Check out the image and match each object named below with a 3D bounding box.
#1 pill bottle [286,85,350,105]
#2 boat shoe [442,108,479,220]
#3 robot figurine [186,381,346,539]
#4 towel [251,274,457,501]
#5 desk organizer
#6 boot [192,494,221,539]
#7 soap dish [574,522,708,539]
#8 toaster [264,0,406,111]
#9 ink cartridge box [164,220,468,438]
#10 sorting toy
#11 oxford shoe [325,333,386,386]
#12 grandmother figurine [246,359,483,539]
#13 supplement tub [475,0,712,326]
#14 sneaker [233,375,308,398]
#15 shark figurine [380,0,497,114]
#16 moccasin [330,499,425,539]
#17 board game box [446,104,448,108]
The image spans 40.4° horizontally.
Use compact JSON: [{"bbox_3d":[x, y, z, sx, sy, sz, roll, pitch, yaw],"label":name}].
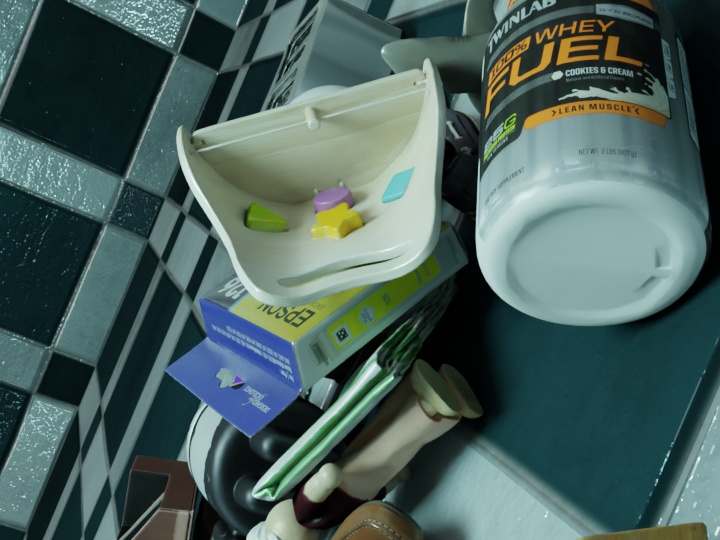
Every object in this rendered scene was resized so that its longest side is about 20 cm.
[{"bbox_3d":[-0.029,-0.114,0.912,0.113,0.111,0.200,-65,10,5],"label":"pill bottle"},{"bbox_3d":[0.064,-0.101,0.811,0.073,0.062,0.200,-60,28,13],"label":"boat shoe"},{"bbox_3d":[-0.087,0.163,0.859,0.149,0.126,0.200,-35,12,-16],"label":"robot figurine"},{"bbox_3d":[0.003,0.080,0.717,0.153,0.023,0.200,-49,-2,24],"label":"towel"},{"bbox_3d":[-0.212,0.253,1.025,0.200,0.076,0.073,-160,79,-82],"label":"desk organizer"},{"bbox_3d":[-0.123,0.241,0.965,0.200,0.063,0.189,-127,48,-72],"label":"boot"},{"bbox_3d":[0.081,0.217,0.410,0.157,0.080,0.202,-43,31,50],"label":"soap dish"},{"bbox_3d":[-0.037,-0.202,1.154,0.200,0.117,0.183,-23,48,64],"label":"toaster"},{"bbox_3d":[-0.048,0.024,0.740,0.199,0.047,0.197,-35,22,-20],"label":"ink cartridge box"},{"bbox_3d":[-0.020,-0.045,0.682,0.181,0.197,0.108,-103,-3,-55],"label":"sorting toy"},{"bbox_3d":[0.000,0.000,0.878,0.202,0.084,0.073,-67,16,-6],"label":"oxford shoe"},{"bbox_3d":[-0.004,0.144,0.686,0.200,0.121,0.061,-44,53,17],"label":"grandmother figurine"},{"bbox_3d":[0.128,-0.081,0.558,0.123,0.121,0.202,-47,28,45],"label":"supplement tub"},{"bbox_3d":[-0.096,0.084,1.035,0.099,0.069,0.202,-9,50,49],"label":"sneaker"},{"bbox_3d":[0.135,-0.188,0.747,0.214,0.128,0.090,-42,30,2],"label":"shark figurine"},{"bbox_3d":[-0.019,0.227,0.655,0.202,0.074,0.078,-52,-8,36],"label":"moccasin"},{"bbox_3d":[0.026,-0.088,0.988,0.201,0.028,0.136,-57,22,27],"label":"board game box"}]
